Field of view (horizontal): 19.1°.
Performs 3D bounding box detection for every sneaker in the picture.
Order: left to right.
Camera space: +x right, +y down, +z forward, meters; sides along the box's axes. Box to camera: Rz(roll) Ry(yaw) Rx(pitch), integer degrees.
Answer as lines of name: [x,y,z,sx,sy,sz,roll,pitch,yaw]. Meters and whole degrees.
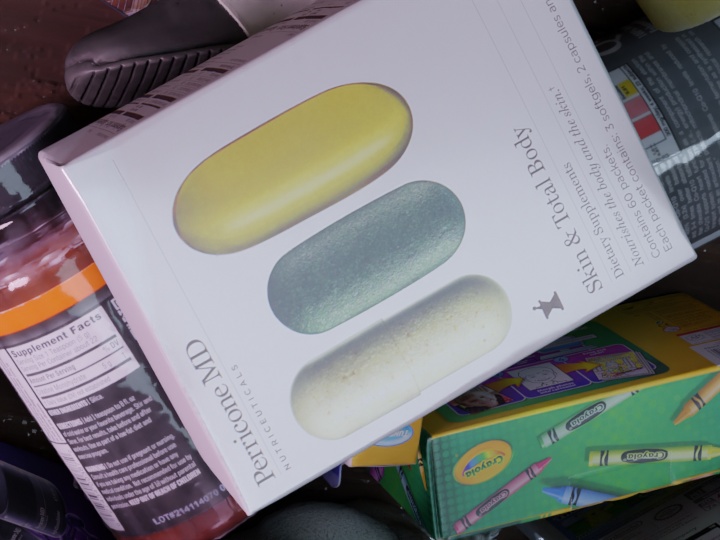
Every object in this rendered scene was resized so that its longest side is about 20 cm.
sneaker: [-0.051,-0.133,0.967,0.199,0.074,0.089,-20,84,-24]

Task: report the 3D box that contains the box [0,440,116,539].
box: [-0.179,0.164,0.968,0.141,0.200,0.079,23,118,-27]

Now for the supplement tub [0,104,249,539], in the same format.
supplement tub: [-0.114,0.025,0.982,0.107,0.107,0.201,-32,108,-6]

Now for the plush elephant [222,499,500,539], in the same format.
plush elephant: [0.018,0.194,1.087,0.199,0.155,0.165,-29,118,-8]

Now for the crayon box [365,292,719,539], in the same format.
crayon box: [0.107,0.071,1.092,0.199,0.119,0.059,-12,108,-16]

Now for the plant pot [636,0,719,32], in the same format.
plant pot: [0.162,-0.230,0.971,0.200,0.200,0.142,-45,104,0]

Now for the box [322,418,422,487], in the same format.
box: [0.000,0.000,1.026,0.041,0.119,0.201,-2,111,-21]

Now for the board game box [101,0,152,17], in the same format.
board game box: [-0.102,-0.229,0.943,0.135,0.035,0.200,31,97,-28]

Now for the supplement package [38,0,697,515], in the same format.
supplement package: [-0.004,-0.027,0.858,0.199,0.151,0.152,-29,100,-8]

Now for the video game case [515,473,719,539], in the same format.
video game case: [0.192,0.106,1.106,0.199,0.182,0.022,-27,107,-9]

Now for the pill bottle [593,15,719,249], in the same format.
pill bottle: [0.128,-0.056,1.055,0.199,0.116,0.116,-26,117,-10]
